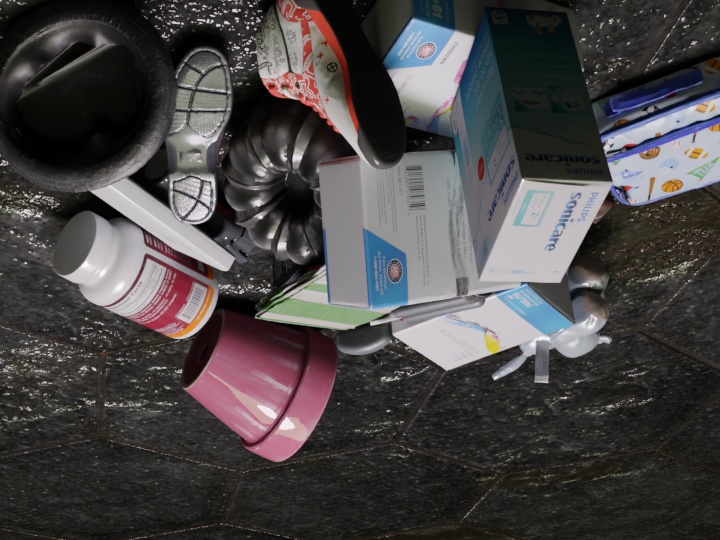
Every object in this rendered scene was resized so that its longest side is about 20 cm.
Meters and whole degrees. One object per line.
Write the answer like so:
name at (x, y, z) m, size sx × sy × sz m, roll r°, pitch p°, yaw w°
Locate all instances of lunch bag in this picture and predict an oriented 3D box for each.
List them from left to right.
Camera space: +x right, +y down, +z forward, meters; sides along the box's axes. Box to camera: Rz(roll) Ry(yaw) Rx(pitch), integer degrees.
lunch bag at (0.352, -0.155, 1.210) m, size 0.197 × 0.077 × 0.160 m, roll -20°, pitch 144°, yaw 22°

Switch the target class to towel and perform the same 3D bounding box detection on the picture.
towel at (-0.012, 0.022, 1.205) m, size 0.150 × 0.024 × 0.199 m, roll 11°, pitch 152°, yaw -34°

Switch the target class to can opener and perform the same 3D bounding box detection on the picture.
can opener at (0.061, 0.056, 1.314) m, size 0.197 × 0.068 × 0.052 m, roll -19°, pitch 159°, yaw 27°

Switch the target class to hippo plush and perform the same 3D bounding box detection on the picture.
hippo plush at (0.298, 0.065, 1.478) m, size 0.157 × 0.204 × 0.159 m, roll -1°, pitch 167°, yaw 41°

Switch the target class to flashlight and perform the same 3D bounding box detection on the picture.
flashlight at (-0.189, -0.084, 1.271) m, size 0.068 × 0.068 × 0.200 m, roll -52°, pitch 146°, yaw -2°

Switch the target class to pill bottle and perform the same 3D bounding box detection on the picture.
pill bottle at (-0.283, 0.003, 1.352) m, size 0.112 × 0.115 × 0.199 m, roll -24°, pitch 144°, yaw 30°

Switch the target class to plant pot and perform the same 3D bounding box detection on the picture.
plant pot at (-0.157, 0.152, 1.564) m, size 0.177 × 0.203 × 0.199 m, roll 29°, pitch 138°, yaw -22°

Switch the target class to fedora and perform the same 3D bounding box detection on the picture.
fedora at (-0.265, -0.171, 1.056) m, size 0.196 × 0.205 × 0.092 m, roll -10°, pitch -177°, yaw 10°

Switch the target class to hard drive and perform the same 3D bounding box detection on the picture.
hard drive at (-0.249, -0.070, 1.232) m, size 0.131 × 0.027 × 0.200 m, roll 21°, pitch 166°, yaw 46°

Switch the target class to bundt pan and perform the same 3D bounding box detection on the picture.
bundt pan at (-0.067, -0.090, 1.154) m, size 0.198 × 0.076 × 0.205 m, roll 13°, pitch 125°, yaw 19°

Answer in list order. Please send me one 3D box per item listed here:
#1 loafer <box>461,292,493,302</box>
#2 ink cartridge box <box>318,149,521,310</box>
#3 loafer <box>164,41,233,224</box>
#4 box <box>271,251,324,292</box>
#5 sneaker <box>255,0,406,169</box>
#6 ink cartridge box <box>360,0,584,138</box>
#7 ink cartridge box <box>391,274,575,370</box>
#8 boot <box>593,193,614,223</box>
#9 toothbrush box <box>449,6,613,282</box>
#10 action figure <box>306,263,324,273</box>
loafer at (0.134, -0.027, 1.266) m, size 0.072 × 0.202 × 0.072 m, roll 34°, pitch 129°, yaw -14°
ink cartridge box at (0.063, -0.046, 1.089) m, size 0.197 × 0.148 × 0.083 m, roll -7°, pitch -176°, yaw -34°
loafer at (-0.175, -0.150, 1.130) m, size 0.070 × 0.063 × 0.203 m, roll 5°, pitch 120°, yaw -10°
box at (-0.007, -0.038, 1.327) m, size 0.146 × 0.106 × 0.200 m, roll 14°, pitch 145°, yaw -28°
sneaker at (-0.033, -0.175, 1.020) m, size 0.067 × 0.204 × 0.107 m, roll -19°, pitch 173°, yaw -44°
ink cartridge box at (0.103, -0.210, 1.069) m, size 0.196 × 0.086 × 0.145 m, roll 9°, pitch 147°, yaw -24°
ink cartridge box at (0.152, 0.014, 1.395) m, size 0.198 × 0.149 × 0.145 m, roll -23°, pitch 146°, yaw 28°
boot at (0.240, -0.097, 1.243) m, size 0.197 × 0.065 × 0.186 m, roll 21°, pitch -177°, yaw -31°
toothbrush box at (0.147, -0.112, 0.962) m, size 0.083 × 0.203 × 0.147 m, roll 0°, pitch 146°, yaw -11°
action figure at (0.000, 0.000, 1.244) m, size 0.198 × 0.053 × 0.065 m, roll -23°, pitch 147°, yaw 33°
